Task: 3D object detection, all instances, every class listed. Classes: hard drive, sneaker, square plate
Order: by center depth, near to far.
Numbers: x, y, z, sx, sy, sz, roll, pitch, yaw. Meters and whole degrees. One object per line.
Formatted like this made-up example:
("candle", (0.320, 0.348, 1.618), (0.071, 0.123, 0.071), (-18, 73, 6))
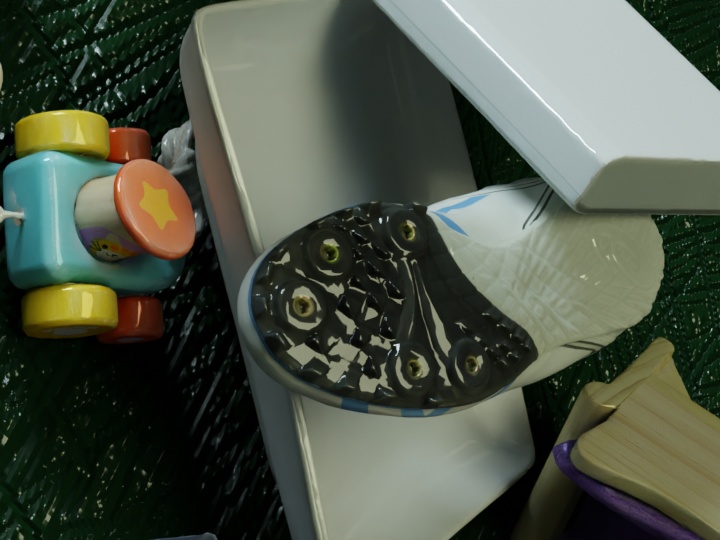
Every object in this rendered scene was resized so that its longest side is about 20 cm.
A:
("sneaker", (0.025, 0.011, 0.742), (0.200, 0.072, 0.072), (-10, 80, -52))
("square plate", (0.000, 0.000, 0.794), (0.200, 0.028, 0.199), (-27, 104, -65))
("hard drive", (0.056, -0.094, 0.827), (0.132, 0.027, 0.200), (-1, 43, -51))

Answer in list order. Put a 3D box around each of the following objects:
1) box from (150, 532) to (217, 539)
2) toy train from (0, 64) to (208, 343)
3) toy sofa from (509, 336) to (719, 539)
("box", (-0.104, 0.175, 0.600), (0.200, 0.106, 0.123), (-43, 114, -47))
("toy train", (-0.097, -0.071, 0.712), (0.200, 0.055, 0.151), (51, 47, -28))
("toy sofa", (0.155, 0.123, 0.851), (0.199, 0.083, 0.098), (33, 36, 15))
